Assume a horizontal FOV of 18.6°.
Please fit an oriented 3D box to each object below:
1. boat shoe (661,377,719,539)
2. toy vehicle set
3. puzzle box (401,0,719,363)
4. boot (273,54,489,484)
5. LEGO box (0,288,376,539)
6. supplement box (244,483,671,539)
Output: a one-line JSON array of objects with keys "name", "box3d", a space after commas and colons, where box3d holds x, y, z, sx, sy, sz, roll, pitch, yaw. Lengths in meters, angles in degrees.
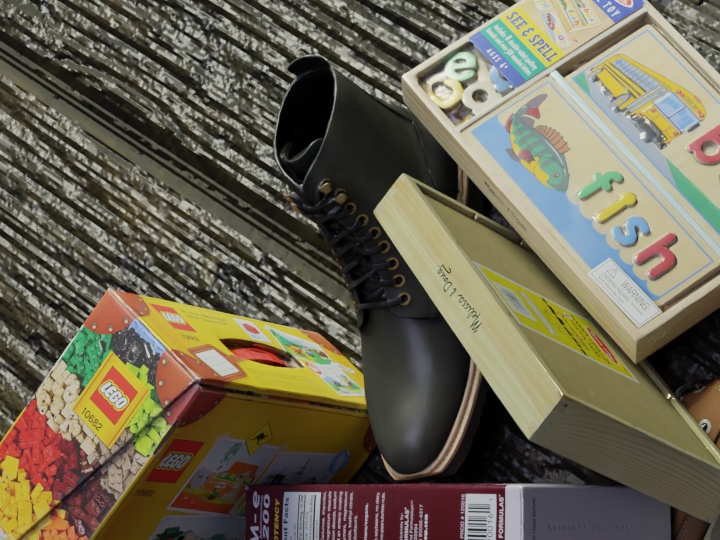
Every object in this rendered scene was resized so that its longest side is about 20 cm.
[{"name": "boat shoe", "box3d": [0.178, 0.080, 1.077, 0.068, 0.072, 0.201, 25, 95, 30]}, {"name": "toy vehicle set", "box3d": [0.092, 0.034, 1.062, 0.027, 0.124, 0.200, -53, 35, 15]}, {"name": "puzzle box", "box3d": [0.131, -0.062, 1.118, 0.133, 0.025, 0.200, -33, 62, -14]}, {"name": "boot", "box3d": [0.000, 0.000, 1.139, 0.077, 0.138, 0.201, -17, 63, 31]}, {"name": "LEGO box", "box3d": [-0.092, 0.101, 1.160, 0.077, 0.200, 0.149, 43, 104, 28]}, {"name": "supplement box", "box3d": [0.045, 0.136, 1.095, 0.200, 0.109, 0.061, -5, 81, 49]}]
